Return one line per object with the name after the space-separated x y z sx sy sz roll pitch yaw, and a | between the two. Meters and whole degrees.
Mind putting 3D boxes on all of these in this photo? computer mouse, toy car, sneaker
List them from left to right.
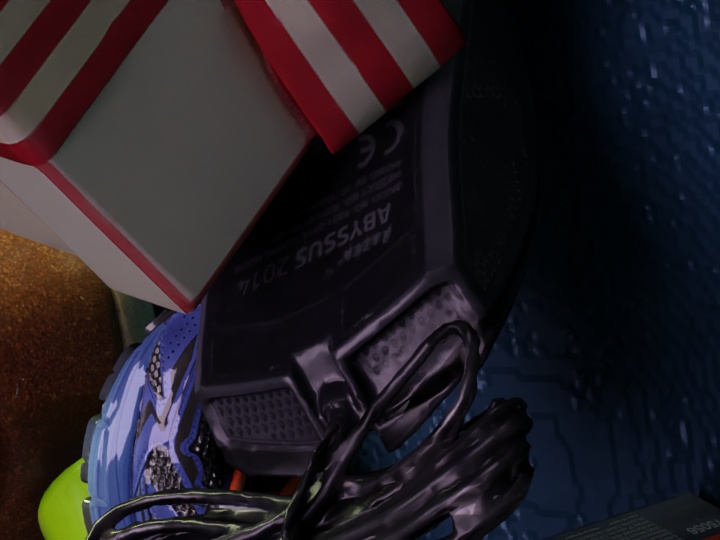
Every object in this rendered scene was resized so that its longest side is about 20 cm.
-0.168 0.051 0.869 0.165 0.200 0.158 59 137 22 | toy car
-0.017 0.098 0.813 0.078 0.075 0.201 3 110 41 | sneaker
0.000 0.000 0.722 0.138 0.053 0.201 -23 47 36 | computer mouse

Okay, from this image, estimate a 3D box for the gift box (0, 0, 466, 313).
-0.076 -0.127 0.700 0.186 0.184 0.200 19 74 49 | gift box

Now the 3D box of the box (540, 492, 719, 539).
0.010 0.138 0.677 0.040 0.200 0.137 29 120 42 | box
